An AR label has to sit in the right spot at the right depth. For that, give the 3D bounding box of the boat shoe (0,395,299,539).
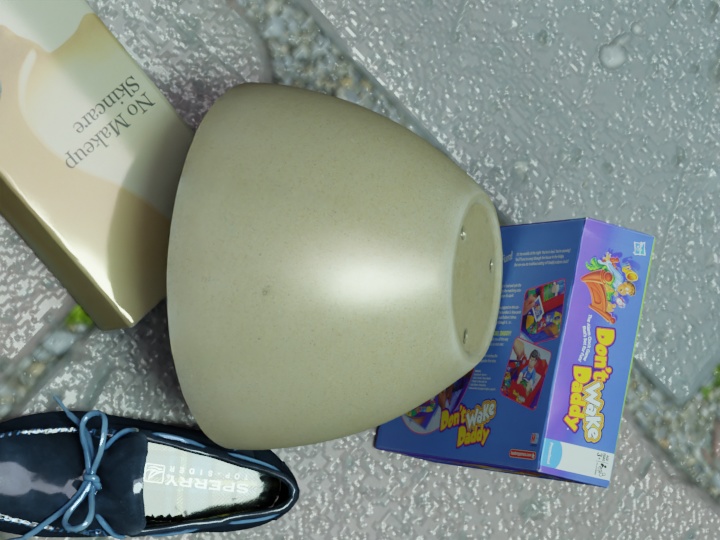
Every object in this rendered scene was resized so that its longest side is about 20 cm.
[{"bbox_3d":[-0.130,0.109,1.054,0.199,0.069,0.084,-3,88,-20],"label":"boat shoe"}]

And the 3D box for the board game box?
[{"bbox_3d":[0.082,0.045,1.065,0.045,0.200,0.135,15,83,-23],"label":"board game box"}]

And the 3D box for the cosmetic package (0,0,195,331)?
[{"bbox_3d":[-0.162,-0.073,1.048,0.105,0.071,0.200,-45,102,-17],"label":"cosmetic package"}]

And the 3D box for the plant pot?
[{"bbox_3d":[0.000,0.000,1.017,0.134,0.200,0.201,2,86,21],"label":"plant pot"}]
